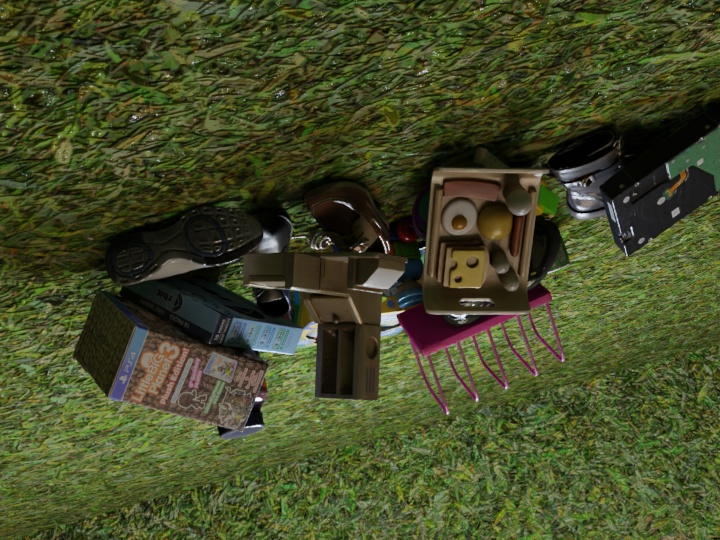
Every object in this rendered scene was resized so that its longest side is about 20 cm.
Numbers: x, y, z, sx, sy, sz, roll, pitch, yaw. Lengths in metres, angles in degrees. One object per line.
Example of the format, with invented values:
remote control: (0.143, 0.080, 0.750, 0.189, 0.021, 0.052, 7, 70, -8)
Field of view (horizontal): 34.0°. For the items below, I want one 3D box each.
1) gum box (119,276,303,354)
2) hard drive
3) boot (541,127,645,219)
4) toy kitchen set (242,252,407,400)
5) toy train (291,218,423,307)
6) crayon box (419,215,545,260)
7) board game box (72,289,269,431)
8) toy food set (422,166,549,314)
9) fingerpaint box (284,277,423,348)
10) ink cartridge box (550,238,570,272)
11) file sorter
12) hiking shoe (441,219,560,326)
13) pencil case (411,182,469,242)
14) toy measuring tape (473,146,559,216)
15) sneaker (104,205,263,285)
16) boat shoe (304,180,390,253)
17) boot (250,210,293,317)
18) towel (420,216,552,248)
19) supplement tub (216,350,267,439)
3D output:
gum box: (-0.199, 0.056, 1.595, 0.169, 0.045, 0.199, 25, -174, 31)
hard drive: (0.420, -0.121, 1.587, 0.199, 0.038, 0.140, -35, 142, -1)
boot: (0.349, -0.142, 1.587, 0.199, 0.070, 0.174, -25, 155, 6)
toy kitchen set: (-0.025, 0.071, 1.468, 0.162, 0.182, 0.199, -1, 174, 34)
toy train: (0.000, 0.000, 1.637, 0.198, 0.117, 0.085, -6, 161, -31)
crayon box: (0.188, -0.022, 1.776, 0.198, 0.052, 0.126, -17, 164, 7)
board game box: (-0.249, 0.118, 1.535, 0.199, 0.098, 0.159, 20, -175, -34)
toy food set: (0.157, -0.038, 1.484, 0.142, 0.202, 0.061, 0, -155, -9)
fingerpaint box: (-0.012, 0.058, 1.801, 0.198, 0.074, 0.167, -6, 164, -21)
ink cartridge box: (0.232, -0.001, 1.906, 0.199, 0.060, 0.104, -21, 178, 19)
file sorter: (0.177, 0.101, 1.702, 0.199, 0.126, 0.139, -23, -159, -5)
hiking shoe: (0.185, 0.000, 1.580, 0.200, 0.076, 0.101, -40, 158, 5)
pencil case: (0.140, -0.058, 1.614, 0.093, 0.085, 0.200, -55, 155, 1)
toy measuring tape: (0.191, -0.114, 1.550, 0.073, 0.074, 0.199, -26, 146, 33)
sneaker: (-0.213, -0.032, 1.453, 0.198, 0.075, 0.087, -11, 177, 10)
boat shoe: (-0.008, -0.057, 1.509, 0.075, 0.072, 0.200, -22, 157, 20)
boot: (-0.114, -0.008, 1.540, 0.074, 0.098, 0.200, -14, 164, -5)
towel: (0.183, -0.053, 1.800, 0.199, 0.023, 0.143, -29, 160, 38)
supplement tub: (-0.203, 0.151, 1.801, 0.106, 0.202, 0.107, -13, 163, -4)
